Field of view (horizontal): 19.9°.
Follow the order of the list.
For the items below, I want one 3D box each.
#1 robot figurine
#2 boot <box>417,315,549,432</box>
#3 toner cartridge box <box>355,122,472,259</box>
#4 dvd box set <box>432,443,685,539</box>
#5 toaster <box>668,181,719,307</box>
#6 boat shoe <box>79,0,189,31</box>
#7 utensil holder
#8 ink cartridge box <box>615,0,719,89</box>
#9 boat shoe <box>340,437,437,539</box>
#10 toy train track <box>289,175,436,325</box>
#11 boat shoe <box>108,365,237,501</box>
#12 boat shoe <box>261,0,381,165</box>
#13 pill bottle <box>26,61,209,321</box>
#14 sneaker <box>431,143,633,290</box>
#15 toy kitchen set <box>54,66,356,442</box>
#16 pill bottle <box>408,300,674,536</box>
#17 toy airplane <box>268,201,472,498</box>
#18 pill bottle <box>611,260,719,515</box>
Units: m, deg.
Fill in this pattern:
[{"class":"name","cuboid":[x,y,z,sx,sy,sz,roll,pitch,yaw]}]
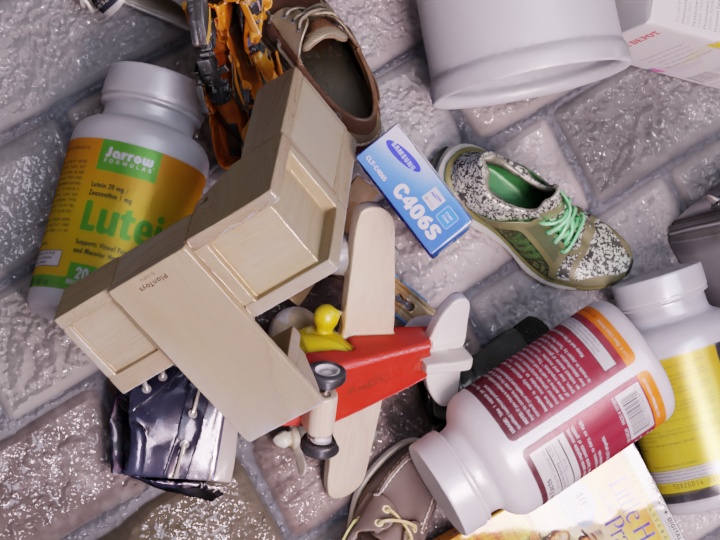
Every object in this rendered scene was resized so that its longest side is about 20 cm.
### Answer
[{"class":"robot figurine","cuboid":[-0.090,-0.148,1.592,0.058,0.145,0.201,-8,119,10]},{"class":"boot","cuboid":[0.135,0.150,1.725,0.130,0.068,0.201,-30,93,-12]},{"class":"toner cartridge box","cuboid":[0.044,-0.060,1.620,0.043,0.200,0.095,-39,89,1]},{"class":"dvd box set","cuboid":[0.168,0.245,1.696,0.199,0.029,0.147,-29,99,0]},{"class":"toaster","cuboid":[0.389,-0.021,1.806,0.180,0.119,0.201,-35,98,-22]},{"class":"boat shoe","cuboid":[-0.198,-0.237,1.621,0.199,0.071,0.070,18,75,-26]},{"class":"utensil holder","cuboid":[0.122,-0.250,1.700,0.169,0.170,0.202,-10,85,-22]},{"class":"ink cartridge box","cuboid":[0.290,-0.245,1.784,0.198,0.128,0.126,12,80,-21]},{"class":"boat shoe","cuboid":[0.014,0.225,1.660,0.072,0.059,0.201,38,72,-14]},{"class":"toy train track","cuboid":[0.000,0.000,1.691,0.200,0.032,0.115,39,81,-19]},{"class":"boat shoe","cuboid":[-0.142,0.077,1.603,0.092,0.074,0.202,8,82,-29]},{"class":"boat shoe","cuboid":[-0.034,-0.184,1.656,0.075,0.072,0.201,-23,73,-23]},{"class":"pill bottle","cuboid":[-0.180,-0.053,1.583,0.110,0.111,0.202,18,78,-19]},{"class":"sneaker","cuboid":[0.154,-0.043,1.729,0.199,0.088,0.077,27,75,-18]},{"class":"toy kitchen set","cuboid":[-0.086,0.000,1.519,0.163,0.199,0.181,50,25,-25]},{"class":"pill bottle","cuboid":[0.142,0.121,1.639,0.199,0.113,0.114,-32,97,-8]},{"class":"toy airplane","cuboid":[-0.010,0.064,1.622,0.201,0.141,0.199,-55,141,-8]},{"class":"pill bottle","cuboid":[0.281,0.099,1.754,0.111,0.112,0.202,-17,92,-23]}]
